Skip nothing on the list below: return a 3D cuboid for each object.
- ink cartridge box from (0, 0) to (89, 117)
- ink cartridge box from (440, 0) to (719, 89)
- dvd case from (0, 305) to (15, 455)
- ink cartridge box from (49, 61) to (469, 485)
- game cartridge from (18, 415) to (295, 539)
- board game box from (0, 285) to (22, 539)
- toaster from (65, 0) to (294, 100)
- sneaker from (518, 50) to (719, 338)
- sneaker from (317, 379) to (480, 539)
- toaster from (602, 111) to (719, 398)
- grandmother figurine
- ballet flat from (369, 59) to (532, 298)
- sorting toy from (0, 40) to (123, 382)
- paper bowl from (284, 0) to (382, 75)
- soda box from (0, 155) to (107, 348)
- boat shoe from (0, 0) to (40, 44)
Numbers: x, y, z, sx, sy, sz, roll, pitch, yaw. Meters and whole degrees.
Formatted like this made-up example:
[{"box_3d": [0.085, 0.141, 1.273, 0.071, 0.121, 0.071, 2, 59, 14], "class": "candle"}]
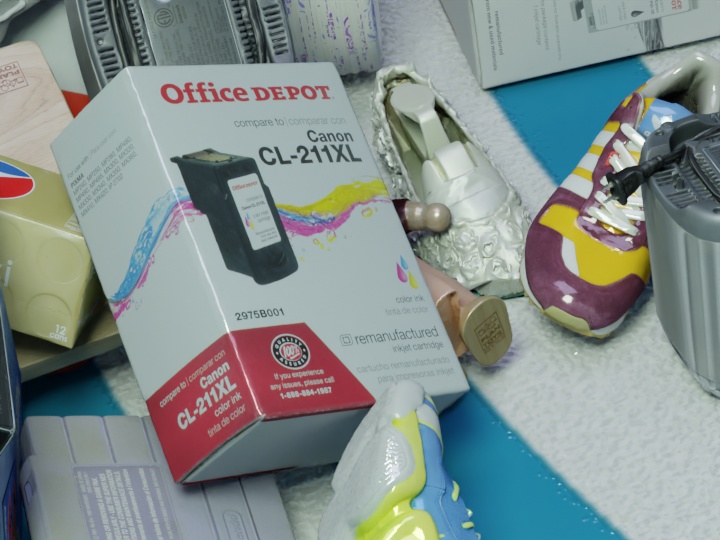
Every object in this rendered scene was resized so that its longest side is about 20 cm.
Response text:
[{"box_3d": [-0.177, -0.129, 1.615, 0.162, 0.057, 0.200, 10, 45, -13], "class": "ink cartridge box"}, {"box_3d": [0.152, -0.205, 1.702, 0.199, 0.083, 0.147, -13, 36, -5], "class": "ink cartridge box"}, {"box_3d": [-0.219, 0.054, 1.297, 0.025, 0.150, 0.200, 18, 36, -28], "class": "dvd case"}, {"box_3d": [-0.053, -0.003, 1.353, 0.145, 0.083, 0.200, -6, 66, -41], "class": "ink cartridge box"}, {"box_3d": [-0.094, 0.143, 1.295, 0.129, 0.038, 0.200, -3, 36, -15], "class": "game cartridge"}, {"box_3d": [-0.182, 0.101, 1.305, 0.019, 0.103, 0.200, -6, 50, -1], "class": "board game box"}, {"box_3d": [-0.104, -0.129, 1.523, 0.113, 0.201, 0.129, -17, 1, -11], "class": "toaster"}, {"box_3d": [0.149, -0.049, 1.470, 0.075, 0.090, 0.200, 27, 43, 2], "class": "sneaker"}, {"box_3d": [0.035, 0.150, 1.244, 0.105, 0.076, 0.200, 22, 52, -16], "class": "sneaker"}, {"box_3d": [0.228, -0.015, 1.391, 0.199, 0.129, 0.114, -16, 36, -11], "class": "toaster"}, {"box_3d": [0.000, 0.000, 1.475, 0.121, 0.061, 0.200, -36, 43, -21], "class": "grandmother figurine"}, {"box_3d": [0.046, -0.058, 1.542, 0.072, 0.072, 0.200, -17, 38, -11], "class": "ballet flat"}, {"box_3d": [-0.238, -0.005, 1.480, 0.199, 0.070, 0.199, -20, 63, -16], "class": "sorting toy"}, {"box_3d": [-0.047, -0.219, 1.663, 0.104, 0.201, 0.201, -7, 36, 1], "class": "paper bowl"}, {"box_3d": [-0.229, -0.028, 1.403, 0.199, 0.068, 0.064, 18, 27, 6], "class": "soda box"}, {"box_3d": [-0.232, -0.155, 1.552, 0.072, 0.069, 0.200, 2, 36, 32], "class": "boat shoe"}]
